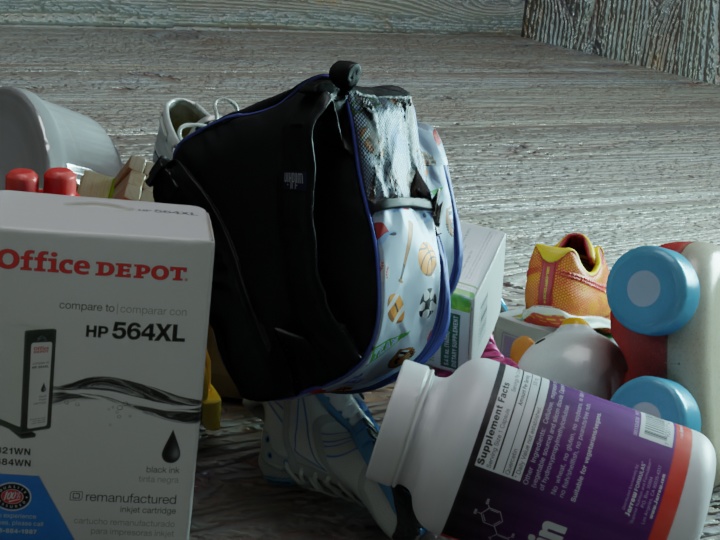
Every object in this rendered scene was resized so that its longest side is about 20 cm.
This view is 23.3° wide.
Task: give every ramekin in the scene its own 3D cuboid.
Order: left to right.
[{"bbox_3d":[-0.285,-0.055,1.517,0.094,0.204,0.202,8,10,-41],"label":"ramekin"}]

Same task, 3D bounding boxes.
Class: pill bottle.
[{"bbox_3d":[0.108,0.124,1.067,0.199,0.113,0.112,19,15,4],"label":"pill bottle"}]

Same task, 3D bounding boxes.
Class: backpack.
[{"bbox_3d":[-0.025,-0.013,1.131,0.153,0.192,0.199,5,-18,-42],"label":"backpack"}]

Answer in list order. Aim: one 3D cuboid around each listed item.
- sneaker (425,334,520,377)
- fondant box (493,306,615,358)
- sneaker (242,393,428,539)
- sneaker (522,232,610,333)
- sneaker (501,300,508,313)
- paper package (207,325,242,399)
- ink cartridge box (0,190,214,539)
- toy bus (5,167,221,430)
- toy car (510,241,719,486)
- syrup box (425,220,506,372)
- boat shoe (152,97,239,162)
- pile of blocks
[{"bbox_3d":[0.079,0.099,1.286,0.081,0.089,0.201,-5,39,-9],"label":"sneaker"},{"bbox_3d":[0.228,0.067,1.510,0.144,0.059,0.199,18,18,38],"label":"fondant box"},{"bbox_3d":[-0.021,0.128,1.178,0.075,0.087,0.200,50,1,-40],"label":"sneaker"},{"bbox_3d":[0.186,0.011,1.422,0.073,0.078,0.200,9,0,18],"label":"sneaker"},{"bbox_3d":[0.033,0.014,1.537,0.199,0.082,0.073,23,6,-2],"label":"sneaker"},{"bbox_3d":[-0.114,0.020,1.421,0.199,0.104,0.191,6,21,6],"label":"paper package"},{"bbox_3d":[-0.171,0.061,1.079,0.145,0.201,0.084,3,15,-9],"label":"ink cartridge box"},{"bbox_3d":[-0.198,0.026,1.230,0.199,0.193,0.136,1,14,-26],"label":"toy bus"},{"bbox_3d":[0.181,0.070,1.287,0.199,0.178,0.184,-3,-8,32],"label":"toy car"},{"bbox_3d":[0.000,0.000,1.268,0.199,0.079,0.082,15,44,15],"label":"syrup box"},{"bbox_3d":[-0.125,-0.102,1.475,0.074,0.087,0.202,-4,25,-21],"label":"boat shoe"},{"bbox_3d":[-0.202,-0.032,1.331,0.199,0.063,0.082,-8,-29,43],"label":"pile of blocks"}]
